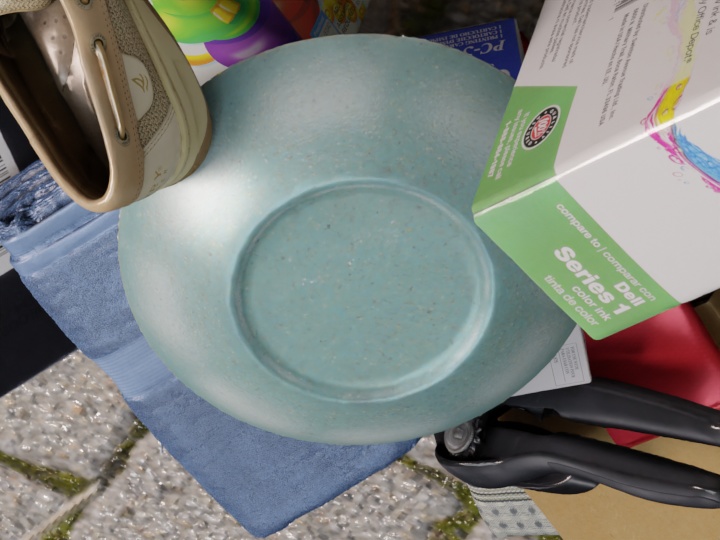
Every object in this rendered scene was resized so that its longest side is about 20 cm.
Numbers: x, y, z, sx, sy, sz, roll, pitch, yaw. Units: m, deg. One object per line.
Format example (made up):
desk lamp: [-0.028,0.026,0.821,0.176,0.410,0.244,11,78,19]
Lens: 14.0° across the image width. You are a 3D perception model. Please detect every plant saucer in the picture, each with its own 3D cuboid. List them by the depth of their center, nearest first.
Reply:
plant saucer: [0.000,0.000,1.201,0.201,0.039,0.201,-1,122,-1]

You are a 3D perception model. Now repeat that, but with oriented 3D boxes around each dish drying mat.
dish drying mat: [0.098,-0.012,1.351,0.077,0.018,0.200,-24,102,40]

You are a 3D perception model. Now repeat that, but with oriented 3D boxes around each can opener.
can opener: [0.104,0.073,1.349,0.079,0.063,0.200,8,175,-36]

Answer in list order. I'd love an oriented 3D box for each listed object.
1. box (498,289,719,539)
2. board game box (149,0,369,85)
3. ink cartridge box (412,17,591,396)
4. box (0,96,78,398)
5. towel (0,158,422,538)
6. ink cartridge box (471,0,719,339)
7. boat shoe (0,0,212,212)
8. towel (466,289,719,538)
box: [0.166,0.109,1.428,0.163,0.021,0.200,-25,111,38]
board game box: [-0.091,-0.168,1.244,0.103,0.105,0.200,-18,126,34]
ink cartridge box: [0.039,-0.018,1.272,0.094,0.044,0.200,-11,139,6]
box: [-0.211,-0.074,1.311,0.198,0.123,0.200,43,160,46]
towel: [-0.062,0.018,1.262,0.112,0.049,0.200,-29,119,16]
ink cartridge box: [0.155,-0.078,1.119,0.200,0.145,0.084,-25,121,39]
boat shoe: [-0.132,-0.116,1.145,0.071,0.065,0.200,-34,88,37]
towel: [0.126,0.058,1.455,0.200,0.035,0.193,-3,130,28]
